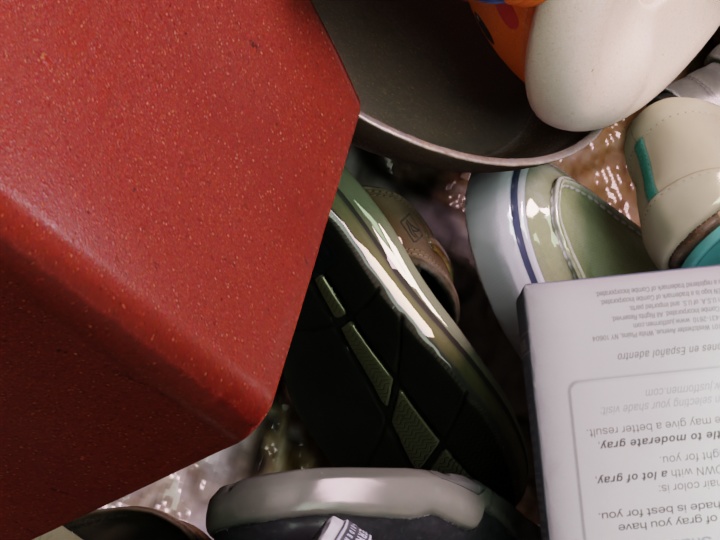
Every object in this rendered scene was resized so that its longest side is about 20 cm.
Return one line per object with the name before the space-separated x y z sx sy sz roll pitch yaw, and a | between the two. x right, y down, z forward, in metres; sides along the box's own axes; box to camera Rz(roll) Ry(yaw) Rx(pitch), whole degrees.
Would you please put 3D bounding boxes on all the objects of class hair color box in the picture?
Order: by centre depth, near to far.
hair color box | 0.109 0.101 0.821 0.099 0.061 0.201 -6 84 0

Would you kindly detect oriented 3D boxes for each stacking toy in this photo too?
stacking toy | 0.036 -0.151 0.860 0.200 0.146 0.146 34 65 21

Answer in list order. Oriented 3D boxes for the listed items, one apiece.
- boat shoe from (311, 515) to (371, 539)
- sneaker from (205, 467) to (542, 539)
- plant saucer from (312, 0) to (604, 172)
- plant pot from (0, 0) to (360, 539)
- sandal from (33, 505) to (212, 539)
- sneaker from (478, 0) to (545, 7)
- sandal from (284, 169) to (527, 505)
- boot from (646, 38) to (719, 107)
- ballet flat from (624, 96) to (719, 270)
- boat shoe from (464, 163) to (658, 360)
boat shoe | -0.036 0.165 0.786 0.068 0.074 0.200 37 107 0
sneaker | 0.022 0.132 0.844 0.199 0.076 0.115 35 50 -51
plant saucer | 0.000 -0.106 0.880 0.200 0.032 0.201 25 39 -22
plant pot | -0.117 -0.031 0.744 0.176 0.200 0.200 41 44 -26
sandal | -0.078 0.107 0.827 0.201 0.057 0.080 34 46 -28
sneaker | -0.019 -0.149 0.783 0.078 0.200 0.076 -3 122 -51
sandal | 0.000 -0.001 0.884 0.057 0.080 0.201 -40 103 -43
boot | 0.155 -0.100 0.989 0.131 0.068 0.200 -44 103 -18
ballet flat | 0.160 -0.027 0.929 0.200 0.069 0.070 9 79 -50
boat shoe | 0.111 0.026 0.925 0.200 0.062 0.072 47 41 -31
